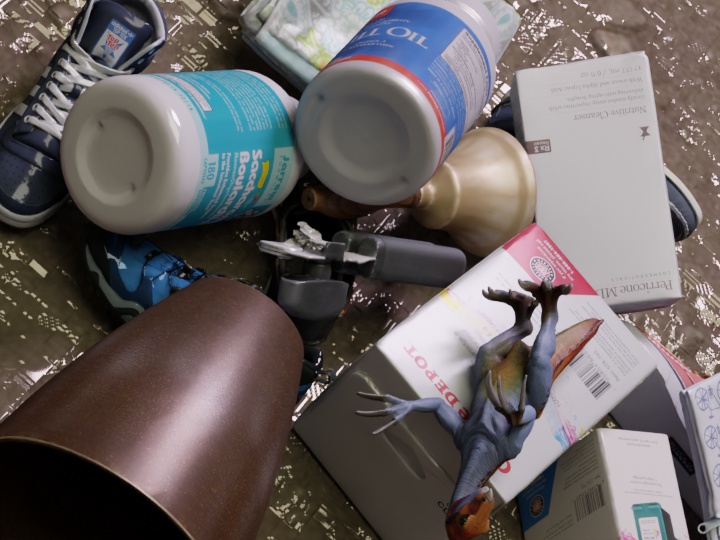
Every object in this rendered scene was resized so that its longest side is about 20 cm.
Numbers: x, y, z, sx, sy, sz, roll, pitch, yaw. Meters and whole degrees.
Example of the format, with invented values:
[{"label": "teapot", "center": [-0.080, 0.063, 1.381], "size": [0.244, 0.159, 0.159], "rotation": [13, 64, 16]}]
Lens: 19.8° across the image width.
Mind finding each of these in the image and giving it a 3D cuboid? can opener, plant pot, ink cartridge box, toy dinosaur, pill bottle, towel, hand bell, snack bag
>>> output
[{"label": "can opener", "center": [0.000, 0.000, 1.510], "size": [0.200, 0.053, 0.067], "rotation": [0, 102, -51]}, {"label": "plant pot", "center": [-0.124, 0.104, 1.335], "size": [0.187, 0.187, 0.200], "rotation": [38, 53, -6]}, {"label": "ink cartridge box", "center": [0.185, 0.230, 1.503], "size": [0.067, 0.116, 0.200], "rotation": [8, 59, -29]}, {"label": "toy dinosaur", "center": [0.105, 0.098, 1.370], "size": [0.200, 0.105, 0.182], "rotation": [17, 76, -35]}, {"label": "pill bottle", "center": [0.036, -0.138, 1.536], "size": [0.112, 0.112, 0.200], "rotation": [41, 34, -3]}, {"label": "towel", "center": [0.019, -0.197, 1.652], "size": [0.200, 0.048, 0.171], "rotation": [40, 75, -21]}, {"label": "hand bell", "center": [0.031, -0.057, 1.572], "size": [0.200, 0.104, 0.104], "rotation": [-4, 64, -44]}, {"label": "snack bag", "center": [0.320, 0.166, 1.616], "size": [0.188, 0.021, 0.200], "rotation": [-16, 98, -47]}, {"label": "ink cartridge box", "center": [0.082, 0.092, 1.505], "size": [0.145, 0.145, 0.200], "rotation": [51, 49, 5]}, {"label": "pill bottle", "center": [-0.114, -0.088, 1.481], "size": [0.200, 0.111, 0.111], "rotation": [-12, 68, -56]}]

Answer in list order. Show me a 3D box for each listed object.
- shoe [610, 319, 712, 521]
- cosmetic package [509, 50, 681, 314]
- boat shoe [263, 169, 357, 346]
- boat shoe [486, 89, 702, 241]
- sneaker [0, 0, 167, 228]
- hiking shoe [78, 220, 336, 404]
[{"label": "shoe", "center": [0.268, 0.110, 1.663], "size": [0.200, 0.071, 0.091], "rotation": [53, 48, 0]}, {"label": "cosmetic package", "center": [0.187, -0.063, 1.648], "size": [0.113, 0.081, 0.200], "rotation": [-9, 82, 0]}, {"label": "boat shoe", "center": [-0.032, -0.032, 1.569], "size": [0.074, 0.063, 0.202], "rotation": [20, 52, -17]}, {"label": "boat shoe", "center": [0.194, -0.079, 1.727], "size": [0.200, 0.075, 0.062], "rotation": [36, 48, -6]}, {"label": "sneaker", "center": [-0.205, -0.126, 1.487], "size": [0.070, 0.109, 0.200], "rotation": [33, 50, -9]}, {"label": "hiking shoe", "center": [-0.109, 0.023, 1.461], "size": [0.200, 0.087, 0.074], "rotation": [44, 32, -5]}]
